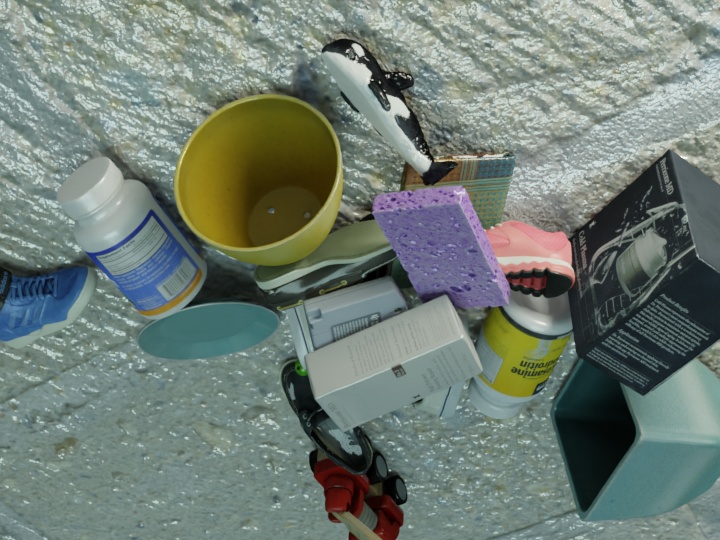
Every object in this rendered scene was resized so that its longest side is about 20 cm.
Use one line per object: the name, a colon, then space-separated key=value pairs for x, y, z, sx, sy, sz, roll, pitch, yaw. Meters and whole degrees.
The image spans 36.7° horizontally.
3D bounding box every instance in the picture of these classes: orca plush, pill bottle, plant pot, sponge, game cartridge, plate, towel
orca plush: x=0.044 y=-0.195 z=1.238 sx=0.071 sy=0.105 sz=0.200 roll=-44 pitch=90 yaw=-10
pill bottle: x=0.211 y=0.105 z=1.462 sx=0.111 sy=0.113 sz=0.201 roll=12 pitch=131 yaw=-6
plant pot: x=-0.105 y=-0.086 z=1.290 sx=0.197 sy=0.203 sz=0.142 roll=-6 pitch=156 yaw=10
pill bottle: x=-0.291 y=-0.042 z=1.374 sx=0.111 sy=0.113 sz=0.201 roll=-20 pitch=126 yaw=21
sponge: x=0.099 y=-0.022 z=1.282 sx=0.110 sy=0.030 sz=0.201 roll=-4 pitch=142 yaw=25
game cartridge: x=0.003 y=0.088 z=1.388 sx=0.132 sy=0.042 sz=0.201 roll=-19 pitch=141 yaw=-9
plant pot: x=0.407 y=0.218 z=1.504 sx=0.197 sy=0.197 sz=0.198 roll=7 pitch=133 yaw=-16
plate: x=-0.209 y=0.076 z=1.489 sx=0.197 sy=0.026 sz=0.201 roll=-10 pitch=158 yaw=-4
towel: x=0.110 y=-0.061 z=1.365 sx=0.145 sy=0.022 sz=0.202 roll=-4 pitch=131 yaw=-14

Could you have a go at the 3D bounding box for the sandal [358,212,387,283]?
sandal: x=0.001 y=0.001 z=1.430 sx=0.075 sy=0.048 sz=0.201 roll=25 pitch=128 yaw=-18

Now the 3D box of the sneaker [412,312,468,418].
sneaker: x=0.111 y=0.138 z=1.525 sx=0.070 sy=0.074 sz=0.202 roll=4 pitch=132 yaw=-4

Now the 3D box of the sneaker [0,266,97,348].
sneaker: x=-0.455 y=0.033 z=1.475 sx=0.199 sy=0.077 sz=0.111 roll=-26 pitch=134 yaw=32

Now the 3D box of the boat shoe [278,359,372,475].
boat shoe: x=-0.049 y=0.218 z=1.572 sx=0.074 sy=0.066 sz=0.201 roll=-31 pitch=100 yaw=0

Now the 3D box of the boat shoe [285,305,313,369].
boat shoe: x=-0.065 y=0.034 z=1.427 sx=0.069 sy=0.071 sz=0.202 roll=-11 pitch=107 yaw=12

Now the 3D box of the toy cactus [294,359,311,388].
toy cactus: x=0.011 y=0.135 z=1.530 sx=0.198 sy=0.103 sz=0.165 roll=-25 pitch=135 yaw=14

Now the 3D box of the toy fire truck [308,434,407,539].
toy fire truck: x=0.007 y=0.373 z=1.655 sx=0.127 sy=0.201 sz=0.177 roll=-21 pitch=127 yaw=22

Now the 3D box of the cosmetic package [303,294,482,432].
cosmetic package: x=0.041 y=0.117 z=1.348 sx=0.198 sy=0.075 sz=0.102 roll=-26 pitch=142 yaw=7

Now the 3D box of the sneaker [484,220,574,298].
sneaker: x=0.170 y=-0.023 z=1.361 sx=0.197 sy=0.088 sz=0.074 roll=9 pitch=146 yaw=6

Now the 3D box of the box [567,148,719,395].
box: x=0.356 y=0.003 z=1.301 sx=0.123 sy=0.201 sz=0.197 roll=30 pitch=127 yaw=-22

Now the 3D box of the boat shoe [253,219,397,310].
boat shoe: x=-0.031 y=-0.006 z=1.348 sx=0.199 sy=0.072 sz=0.061 roll=-17 pitch=125 yaw=9
